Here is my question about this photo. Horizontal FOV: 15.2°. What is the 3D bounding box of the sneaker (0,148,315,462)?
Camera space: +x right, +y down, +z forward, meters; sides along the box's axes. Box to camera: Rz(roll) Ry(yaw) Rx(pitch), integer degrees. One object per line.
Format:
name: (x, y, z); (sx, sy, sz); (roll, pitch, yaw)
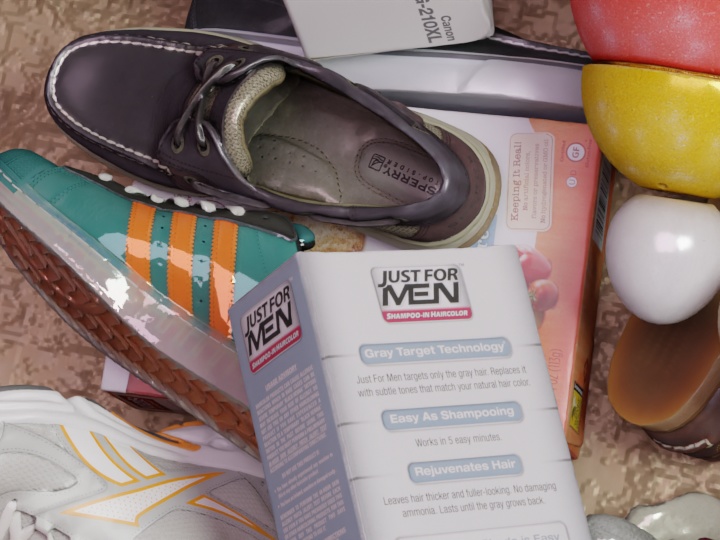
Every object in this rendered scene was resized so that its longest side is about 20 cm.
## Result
sneaker: (-0.065, 0.004, 1.085); (0.200, 0.071, 0.080); (36, 69, 13)

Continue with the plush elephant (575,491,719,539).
plush elephant: (0.142, 0.138, 1.025); (0.154, 0.201, 0.165); (9, 52, 18)

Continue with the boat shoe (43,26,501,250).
boat shoe: (-0.041, -0.059, 1.091); (0.199, 0.065, 0.072); (20, 84, 16)

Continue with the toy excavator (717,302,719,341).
toy excavator: (0.229, -0.051, 0.995); (0.193, 0.100, 0.201); (-1, 89, 3)

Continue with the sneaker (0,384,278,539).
sneaker: (-0.100, 0.105, 1.065); (0.076, 0.199, 0.092); (-55, 43, 38)

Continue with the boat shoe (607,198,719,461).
boat shoe: (0.176, -0.014, 1.089); (0.200, 0.070, 0.070); (-55, 43, 8)

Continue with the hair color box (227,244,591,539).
hair color box: (0.026, 0.094, 0.990); (0.099, 0.061, 0.201); (-2, 70, -32)

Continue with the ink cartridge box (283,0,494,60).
ink cartridge box: (0.001, -0.208, 1.098); (0.084, 0.145, 0.201); (-7, 57, 10)

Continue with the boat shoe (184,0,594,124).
boat shoe: (0.017, -0.096, 1.145); (0.199, 0.069, 0.057); (8, 81, 15)

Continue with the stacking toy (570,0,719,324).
stacking toy: (0.131, -0.079, 1.035); (0.145, 0.146, 0.201); (9, 94, 13)

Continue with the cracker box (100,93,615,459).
cracker box: (0.000, 0.000, 1.134); (0.199, 0.058, 0.135); (5, 80, 13)
